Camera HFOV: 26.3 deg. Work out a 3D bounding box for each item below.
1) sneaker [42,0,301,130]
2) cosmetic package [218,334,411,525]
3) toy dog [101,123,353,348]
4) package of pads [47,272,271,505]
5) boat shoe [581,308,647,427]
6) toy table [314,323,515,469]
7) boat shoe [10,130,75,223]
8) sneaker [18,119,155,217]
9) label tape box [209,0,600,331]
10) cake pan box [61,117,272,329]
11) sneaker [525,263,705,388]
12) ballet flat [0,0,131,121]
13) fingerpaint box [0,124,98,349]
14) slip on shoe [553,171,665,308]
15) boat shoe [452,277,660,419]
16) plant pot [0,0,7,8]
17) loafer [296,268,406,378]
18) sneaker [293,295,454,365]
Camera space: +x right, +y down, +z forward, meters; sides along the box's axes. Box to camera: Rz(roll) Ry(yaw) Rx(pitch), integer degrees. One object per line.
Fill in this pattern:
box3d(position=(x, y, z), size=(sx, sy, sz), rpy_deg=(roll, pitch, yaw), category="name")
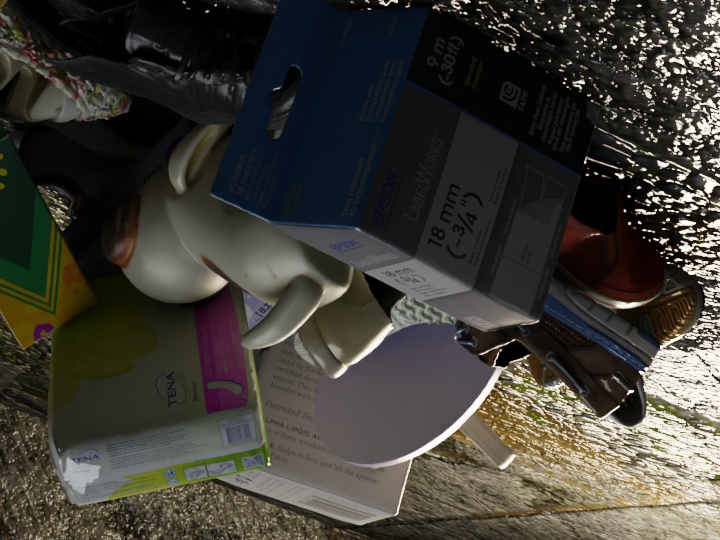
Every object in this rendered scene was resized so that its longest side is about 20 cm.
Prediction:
box3d(position=(-0.107, -0.136, 0.985), size=(0.104, 0.060, 0.199), rpy_deg=(30, 161, -38), category="sneaker")
box3d(position=(-0.029, 0.123, 1.488), size=(0.164, 0.201, 0.165), rpy_deg=(19, 164, -7), category="cosmetic package")
box3d(position=(-0.083, -0.030, 1.088), size=(0.199, 0.195, 0.139), rpy_deg=(-8, 160, 39), category="toy dog")
box3d(position=(-0.156, 0.076, 1.149), size=(0.153, 0.200, 0.069), rpy_deg=(-12, 128, -3), category="package of pads")
box3d(position=(0.154, 0.026, 1.105), size=(0.200, 0.073, 0.067), rpy_deg=(52, -179, -20), category="boat shoe")
box3d(position=(0.059, 0.093, 1.339), size=(0.184, 0.199, 0.117), rpy_deg=(58, -173, 21), category="toy table")
box3d(position=(-0.219, -0.061, 1.336), size=(0.199, 0.067, 0.070), rpy_deg=(20, 164, -6), category="boat shoe")
box3d(position=(-0.188, -0.067, 1.264), size=(0.199, 0.080, 0.074), rpy_deg=(21, 162, -14), category="sneaker")
box3d(position=(0.031, -0.070, 0.900), size=(0.199, 0.145, 0.063), rpy_deg=(26, 162, -24), category="label tape box")
box3d(position=(-0.129, -0.016, 1.245), size=(0.200, 0.053, 0.184), rpy_deg=(-39, 134, 22), category="cake pan box")
box3d(position=(0.213, 0.036, 1.214), size=(0.087, 0.076, 0.200), rpy_deg=(-6, 167, -30), category="sneaker")
box3d(position=(-0.241, -0.144, 1.073), size=(0.075, 0.064, 0.200), rpy_deg=(11, 163, 38), category="ballet flat")
box3d(position=(-0.294, -0.063, 1.165), size=(0.200, 0.073, 0.167), rpy_deg=(41, 159, 46), category="fingerpaint box")
box3d(position=(0.158, -0.027, 1.049), size=(0.061, 0.074, 0.200), rpy_deg=(-32, 142, 27), category="slip on shoe")
box3d(position=(0.098, 0.028, 1.032), size=(0.199, 0.073, 0.072), rpy_deg=(31, 178, 27), category="boat shoe")
box3d(position=(-0.297, -0.192, 0.802), size=(0.199, 0.177, 0.200), rpy_deg=(13, 163, 20), category="plant pot")
box3d(position=(0.000, 0.000, 1.139), size=(0.068, 0.201, 0.076), rpy_deg=(-20, 125, 18), category="loafer")
box3d(position=(0.035, 0.001, 1.259), size=(0.199, 0.100, 0.070), rpy_deg=(-21, 123, 20), category="sneaker")
